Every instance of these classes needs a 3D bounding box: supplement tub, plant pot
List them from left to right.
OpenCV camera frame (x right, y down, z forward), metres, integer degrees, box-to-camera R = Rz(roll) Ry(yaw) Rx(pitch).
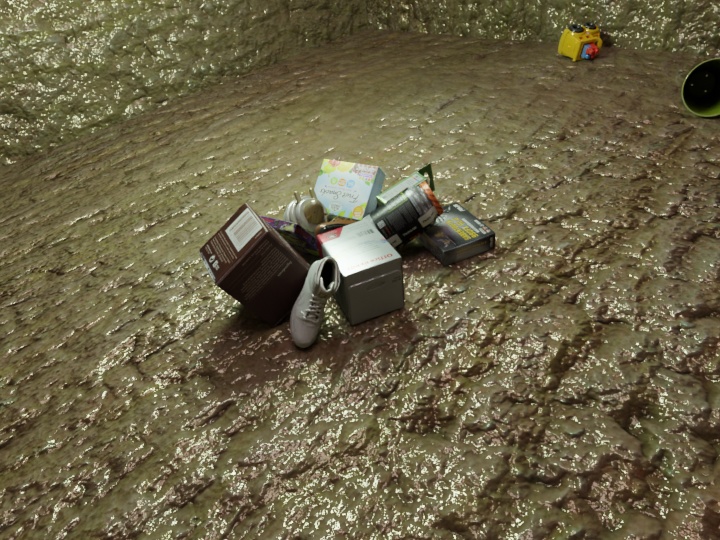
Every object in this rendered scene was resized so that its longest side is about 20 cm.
[{"bbox_3d":[0.112,-0.137,1.400,0.198,0.123,0.123,-34,34,9],"label":"supplement tub"},{"bbox_3d":[1.239,-0.659,1.909,0.184,0.191,0.200,6,23,20],"label":"plant pot"}]

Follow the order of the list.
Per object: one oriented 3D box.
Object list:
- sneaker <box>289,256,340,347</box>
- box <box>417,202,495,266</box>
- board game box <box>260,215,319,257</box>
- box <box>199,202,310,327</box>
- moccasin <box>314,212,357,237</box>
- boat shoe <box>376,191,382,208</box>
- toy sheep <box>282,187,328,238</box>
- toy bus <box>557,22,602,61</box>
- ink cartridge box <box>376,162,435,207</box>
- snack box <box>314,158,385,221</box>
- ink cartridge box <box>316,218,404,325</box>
[{"bbox_3d":[-0.099,0.066,1.158,0.072,0.204,0.115,16,-12,-14],"label":"sneaker"},{"bbox_3d":[0.244,-0.104,1.444,0.156,0.049,0.200,-18,36,-14],"label":"box"},{"bbox_3d":[-0.167,-0.083,1.397,0.118,0.200,0.033,10,76,26],"label":"board game box"},{"bbox_3d":[-0.236,-0.012,1.247,0.164,0.200,0.166,-45,41,0],"label":"box"},{"bbox_3d":[-0.058,-0.112,1.446,0.077,0.075,0.200,27,27,28],"label":"moccasin"},{"bbox_3d":[0.048,-0.210,1.618,0.196,0.066,0.074,7,37,20],"label":"boat shoe"},{"bbox_3d":[-0.157,-0.144,1.500,0.137,0.139,0.200,-32,-2,-30],"label":"toy sheep"},{"bbox_3d":[1.085,-1.081,2.557,0.197,0.137,0.193,-17,49,-16],"label":"toy bus"},{"bbox_3d":[0.148,-0.209,1.530,0.198,0.105,0.059,-34,44,-14],"label":"ink cartridge box"},{"bbox_3d":[-0.042,-0.233,1.596,0.197,0.067,0.171,15,82,30],"label":"snack box"},{"bbox_3d":[0.000,0.000,1.269,0.143,0.147,0.200,-18,36,-14],"label":"ink cartridge box"}]
